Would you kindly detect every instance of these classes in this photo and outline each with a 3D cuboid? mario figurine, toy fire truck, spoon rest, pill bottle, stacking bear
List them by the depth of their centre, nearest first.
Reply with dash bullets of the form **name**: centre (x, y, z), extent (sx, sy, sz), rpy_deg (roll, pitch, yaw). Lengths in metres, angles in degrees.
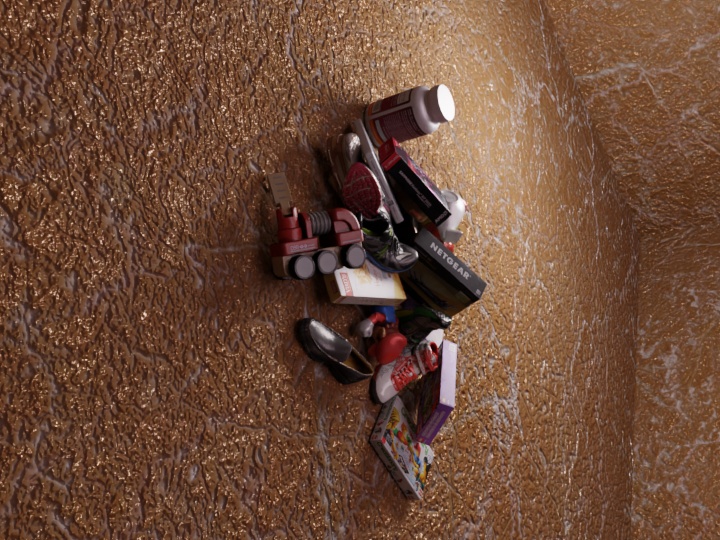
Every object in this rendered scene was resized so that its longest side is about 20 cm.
- **toy fire truck**: centre (-0.098, -0.092, 1.403), extent (0.174, 0.128, 0.204), rpy_deg (-12, 96, -32)
- **mario figurine**: centre (0.034, 0.111, 1.624), extent (0.121, 0.106, 0.203), rpy_deg (5, 61, -20)
- **pill bottle**: centre (0.117, -0.369, 1.759), extent (0.112, 0.198, 0.115), rpy_deg (22, 63, -52)
- **spoon rest**: centre (0.208, -0.128, 1.776), extent (0.201, 0.098, 0.061), rpy_deg (-88, -170, -52)
- **stacking bear**: centre (0.194, -0.099, 1.844), extent (0.113, 0.121, 0.202), rpy_deg (35, 36, -20)

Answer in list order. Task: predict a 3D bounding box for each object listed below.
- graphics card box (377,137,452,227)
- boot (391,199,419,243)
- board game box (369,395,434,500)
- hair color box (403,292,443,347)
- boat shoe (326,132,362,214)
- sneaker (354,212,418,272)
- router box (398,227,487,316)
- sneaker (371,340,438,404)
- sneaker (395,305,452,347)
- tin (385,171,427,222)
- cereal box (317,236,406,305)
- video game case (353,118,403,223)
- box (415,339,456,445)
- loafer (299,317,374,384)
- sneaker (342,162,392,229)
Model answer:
- **graphics card box**: centre (0.121, -0.201, 1.671), extent (0.200, 0.051, 0.126), rpy_deg (47, 15, -18)
- **boot**: centre (0.124, -0.090, 1.798), extent (0.096, 0.074, 0.203), rpy_deg (-10, 84, -57)
- **board game box**: centre (0.095, 0.394, 1.644), extent (0.201, 0.034, 0.127), rpy_deg (59, 36, -28)
- **hair color box**: centre (0.158, 0.092, 1.808), extent (0.109, 0.064, 0.202), rpy_deg (44, 48, -40)
- **boat shoe**: centre (-0.032, -0.201, 1.597), extent (0.076, 0.071, 0.203), rpy_deg (-53, 143, -53)
- **sneaker**: centre (0.048, -0.059, 1.546), extent (0.198, 0.082, 0.072), rpy_deg (28, 43, -30)
- **router box**: centre (0.165, 0.015, 1.688), extent (0.199, 0.157, 0.052), rpy_deg (40, 52, -7)
- **sneaker**: centre (0.105, 0.219, 1.646), extent (0.201, 0.107, 0.068), rpy_deg (-46, 118, -52)
- **sneaker**: centre (0.134, 0.130, 1.644), extent (0.077, 0.199, 0.087), rpy_deg (20, 71, -23)
- **tin**: centre (0.113, -0.196, 1.778), extent (0.112, 0.042, 0.202), rpy_deg (41, 22, -39)
- **cereal box**: centre (0.000, 0.000, 1.550), extent (0.198, 0.039, 0.146), rpy_deg (5, 59, -46)
- **video game case**: centre (0.038, -0.225, 1.664), extent (0.201, 0.023, 0.183), rpy_deg (-105, 169, -58)
- **box**: centre (0.172, 0.275, 1.681), extent (0.039, 0.138, 0.201), rpy_deg (20, 37, -6)
- **loafer**: centre (-0.045, 0.155, 1.467), extent (0.200, 0.071, 0.074), rpy_deg (46, 46, -39)
- **sneaker**: centre (0.013, -0.150, 1.551), extent (0.201, 0.079, 0.076), rpy_deg (67, 16, -49)
